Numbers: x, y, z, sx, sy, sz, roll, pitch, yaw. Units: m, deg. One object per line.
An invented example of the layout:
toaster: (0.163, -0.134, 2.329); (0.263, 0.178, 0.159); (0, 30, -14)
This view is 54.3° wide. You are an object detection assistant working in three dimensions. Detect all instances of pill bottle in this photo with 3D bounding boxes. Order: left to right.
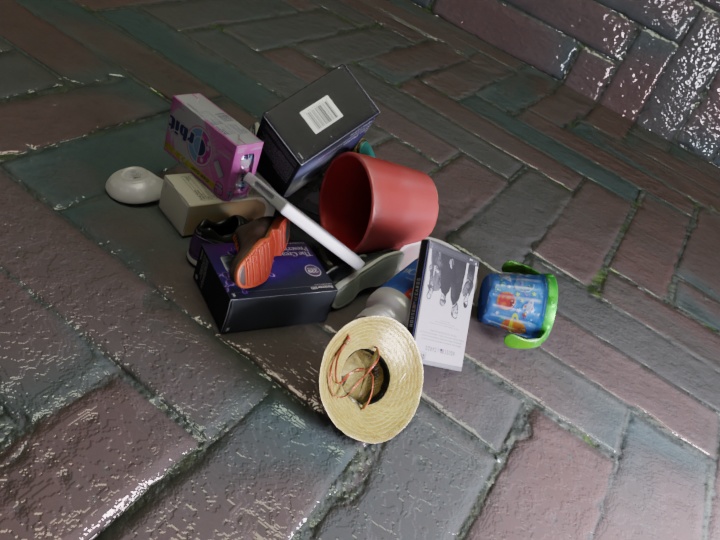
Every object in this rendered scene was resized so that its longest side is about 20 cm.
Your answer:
pill bottle: (0.079, 0.064, 1.224); (0.112, 0.113, 0.200); (36, 48, 19)

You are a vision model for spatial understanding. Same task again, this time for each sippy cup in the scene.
sippy cup: (0.299, 0.063, 1.367); (0.129, 0.141, 0.178); (11, 11, -1)

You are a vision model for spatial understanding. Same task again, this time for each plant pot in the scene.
plant pot: (0.041, -0.126, 1.359); (0.176, 0.201, 0.201); (-2, 41, -33)

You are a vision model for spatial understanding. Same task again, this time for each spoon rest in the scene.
spoon rest: (-0.382, -0.167, 1.338); (0.199, 0.061, 0.100); (-16, 47, -26)

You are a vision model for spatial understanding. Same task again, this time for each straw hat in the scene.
straw hat: (-0.004, 0.161, 1.073); (0.200, 0.203, 0.085); (-9, 2, -39)

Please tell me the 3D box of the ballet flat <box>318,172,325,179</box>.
ballet flat: (-0.044, -0.200, 1.490); (0.200, 0.067, 0.064); (48, -12, -21)

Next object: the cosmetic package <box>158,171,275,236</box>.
cosmetic package: (-0.267, -0.133, 1.332); (0.199, 0.071, 0.105); (-11, 46, -41)

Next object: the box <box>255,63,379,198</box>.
box: (-0.094, -0.259, 1.350); (0.200, 0.198, 0.124); (-38, 90, -22)

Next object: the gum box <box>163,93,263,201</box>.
gum box: (-0.270, -0.227, 1.292); (0.200, 0.114, 0.066); (39, 37, 25)

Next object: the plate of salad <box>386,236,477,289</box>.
plate of salad: (0.134, 0.007, 1.398); (0.198, 0.048, 0.201); (9, 44, -8)

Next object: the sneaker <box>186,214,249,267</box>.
sneaker: (-0.204, -0.055, 1.249); (0.199, 0.088, 0.076); (-7, 44, -38)

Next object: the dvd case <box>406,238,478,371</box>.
dvd case: (0.138, 0.062, 1.189); (0.025, 0.202, 0.150); (4, -9, 43)

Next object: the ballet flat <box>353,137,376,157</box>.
ballet flat: (0.018, -0.211, 1.548); (0.070, 0.201, 0.071); (-16, 43, 16)

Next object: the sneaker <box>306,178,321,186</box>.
sneaker: (-0.114, -0.212, 1.540); (0.198, 0.071, 0.073); (-13, 46, -12)

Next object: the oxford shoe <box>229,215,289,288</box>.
oxford shoe: (-0.177, -0.031, 1.131); (0.072, 0.072, 0.200); (8, 26, 11)

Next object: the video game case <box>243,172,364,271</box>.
video game case: (-0.100, -0.088, 1.238); (0.200, 0.023, 0.182); (38, 2, -38)

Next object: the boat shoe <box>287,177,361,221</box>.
boat shoe: (-0.087, -0.152, 1.454); (0.201, 0.086, 0.075); (28, 34, 6)

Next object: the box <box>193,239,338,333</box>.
box: (-0.160, 0.022, 1.184); (0.199, 0.079, 0.141); (-5, 45, -35)

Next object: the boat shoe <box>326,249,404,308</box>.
boat shoe: (0.000, 0.000, 1.297); (0.060, 0.076, 0.199); (36, 41, 29)

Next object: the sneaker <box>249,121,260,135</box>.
sneaker: (-0.235, -0.245, 1.490); (0.084, 0.077, 0.201); (-16, 43, 3)
